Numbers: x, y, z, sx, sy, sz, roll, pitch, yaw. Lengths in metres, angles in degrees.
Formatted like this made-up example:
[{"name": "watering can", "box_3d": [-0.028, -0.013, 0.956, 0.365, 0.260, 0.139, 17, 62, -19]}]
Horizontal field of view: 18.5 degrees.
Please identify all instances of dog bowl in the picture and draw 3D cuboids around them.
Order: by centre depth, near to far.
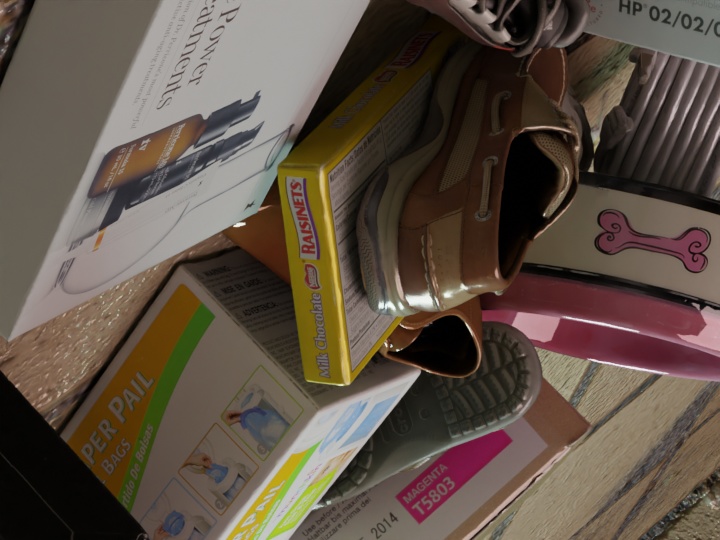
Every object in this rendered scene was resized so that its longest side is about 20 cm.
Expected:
[{"name": "dog bowl", "box_3d": [0.140, 0.006, 1.185, 0.200, 0.199, 0.074, 45, 57, -74]}]

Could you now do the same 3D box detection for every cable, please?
[{"name": "cable", "box_3d": [0.196, -0.110, 1.281, 0.200, 0.069, 0.201, 95, 21, -64]}]

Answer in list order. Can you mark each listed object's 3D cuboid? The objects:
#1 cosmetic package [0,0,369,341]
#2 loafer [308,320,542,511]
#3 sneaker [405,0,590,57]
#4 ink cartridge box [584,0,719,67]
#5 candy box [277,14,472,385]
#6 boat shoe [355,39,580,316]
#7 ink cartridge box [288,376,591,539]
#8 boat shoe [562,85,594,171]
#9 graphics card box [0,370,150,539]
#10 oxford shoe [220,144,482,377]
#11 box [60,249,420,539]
[{"name": "cosmetic package", "box_3d": [-0.066, -0.078, 0.831, 0.151, 0.052, 0.200, -33, 160, -46]}, {"name": "loafer", "box_3d": [0.013, 0.081, 1.187, 0.199, 0.076, 0.070, -16, 172, 22]}, {"name": "sneaker", "box_3d": [0.056, -0.133, 0.939, 0.077, 0.082, 0.200, -50, 164, 17]}, {"name": "ink cartridge box", "box_3d": [0.173, -0.155, 1.092, 0.200, 0.115, 0.068, -28, 127, -46]}, {"name": "candy box", "box_3d": [0.017, -0.039, 0.998, 0.200, 0.026, 0.103, -48, 135, -56]}, {"name": "boat shoe", "box_3d": [0.064, -0.044, 0.980, 0.200, 0.071, 0.076, -60, 142, -47]}, {"name": "ink cartridge box", "box_3d": [0.028, 0.145, 1.282, 0.200, 0.075, 0.165, -40, 170, -15]}, {"name": "boat shoe", "box_3d": [0.089, -0.080, 1.178, 0.071, 0.070, 0.200, -46, 165, 2]}, {"name": "graphics card box", "box_3d": [-0.143, 0.117, 0.985, 0.051, 0.126, 0.200, -39, 164, -17]}, {"name": "oxford shoe", "box_3d": [0.001, -0.002, 1.056, 0.071, 0.072, 0.200, -36, 142, 23]}, {"name": "box", "box_3d": [-0.081, 0.095, 1.128, 0.200, 0.101, 0.112, -53, 163, 25]}]
